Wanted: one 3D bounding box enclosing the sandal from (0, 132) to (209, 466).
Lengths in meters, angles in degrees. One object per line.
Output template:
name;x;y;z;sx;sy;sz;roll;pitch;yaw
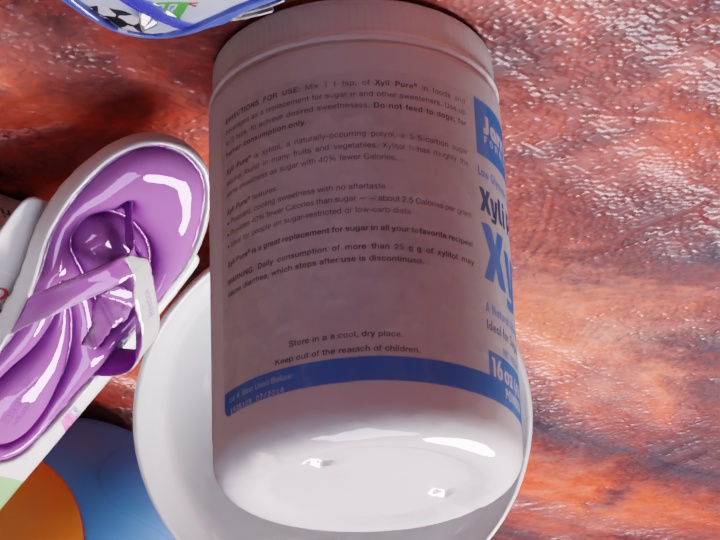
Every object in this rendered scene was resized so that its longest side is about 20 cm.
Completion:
sandal;-0.126;0.024;1.115;0.082;0.050;0.203;13;123;-37

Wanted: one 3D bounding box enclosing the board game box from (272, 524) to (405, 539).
board game box;-0.023;0.128;1.303;0.126;0.200;0.035;-3;135;0

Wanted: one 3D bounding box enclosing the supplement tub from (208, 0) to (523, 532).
supplement tub;0.000;0.000;1.022;0.132;0.200;0.132;-1;156;-1

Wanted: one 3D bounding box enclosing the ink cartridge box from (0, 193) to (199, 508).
ink cartridge box;-0.185;0.029;1.178;0.117;0.067;0.200;21;120;-41

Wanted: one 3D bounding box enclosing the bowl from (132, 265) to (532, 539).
bowl;-0.015;0.070;1.237;0.201;0.202;0.090;-2;-171;-1

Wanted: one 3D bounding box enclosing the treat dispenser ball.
treat dispenser ball;-0.177;0.187;1.413;0.200;0.201;0.201;-2;155;-1

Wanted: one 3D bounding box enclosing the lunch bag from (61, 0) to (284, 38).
lunch bag;-0.083;-0.151;0.841;0.160;0.076;0.200;-15;151;31
